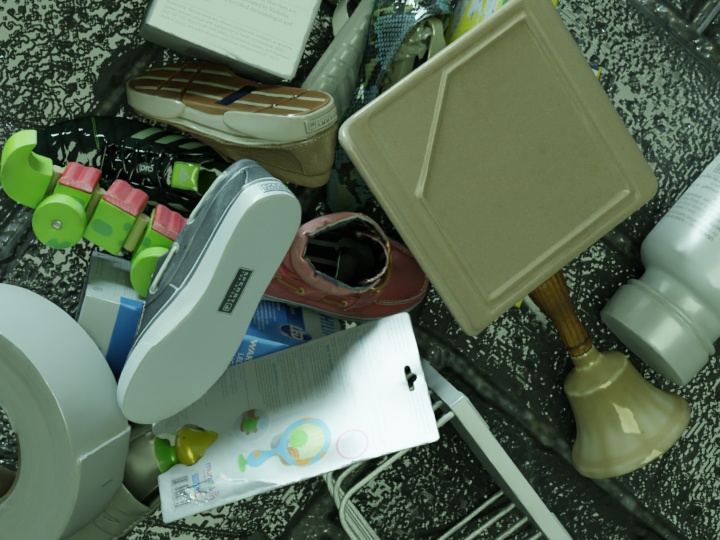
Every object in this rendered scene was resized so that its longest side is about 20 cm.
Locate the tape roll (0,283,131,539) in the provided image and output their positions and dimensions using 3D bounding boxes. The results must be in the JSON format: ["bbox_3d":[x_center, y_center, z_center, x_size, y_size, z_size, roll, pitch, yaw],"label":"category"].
[{"bbox_3d":[-0.268,0.114,1.223,0.202,0.071,0.203,7,108,24],"label":"tape roll"}]

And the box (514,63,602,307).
[{"bbox_3d":[0.121,-0.076,1.337,0.070,0.064,0.200,19,89,-11],"label":"box"}]

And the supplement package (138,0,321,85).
[{"bbox_3d":[-0.077,-0.252,1.265,0.117,0.117,0.200,20,90,-10],"label":"supplement package"}]

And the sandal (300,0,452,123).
[{"bbox_3d":[0.006,-0.193,1.314,0.050,0.082,0.203,32,77,32],"label":"sandal"}]

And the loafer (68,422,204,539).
[{"bbox_3d":[-0.187,0.164,1.293,0.200,0.070,0.070,-44,99,-5],"label":"loafer"}]

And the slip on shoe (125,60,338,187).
[{"bbox_3d":[-0.096,-0.109,1.250,0.076,0.200,0.061,-36,129,-42],"label":"slip on shoe"}]

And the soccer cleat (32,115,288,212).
[{"bbox_3d":[-0.150,-0.077,1.280,0.199,0.081,0.068,10,91,-10],"label":"soccer cleat"}]

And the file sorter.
[{"bbox_3d":[0.052,0.167,1.273,0.124,0.200,0.139,-37,99,-2],"label":"file sorter"}]

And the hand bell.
[{"bbox_3d":[0.165,0.053,1.313,0.104,0.104,0.200,-35,110,-6],"label":"hand bell"}]

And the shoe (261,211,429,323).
[{"bbox_3d":[0.000,0.000,1.263,0.200,0.091,0.072,8,81,-43],"label":"shoe"}]

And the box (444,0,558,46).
[{"bbox_3d":[0.086,-0.132,1.300,0.048,0.117,0.200,16,90,-17],"label":"box"}]

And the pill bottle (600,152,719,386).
[{"bbox_3d":[0.288,-0.011,1.344,0.114,0.114,0.200,43,86,-9],"label":"pill bottle"}]

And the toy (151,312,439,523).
[{"bbox_3d":[-0.047,0.111,1.202,0.200,0.115,0.047,-15,141,2],"label":"toy"}]

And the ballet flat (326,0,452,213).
[{"bbox_3d":[0.025,-0.122,1.283,0.074,0.074,0.200,8,115,-10],"label":"ballet flat"}]

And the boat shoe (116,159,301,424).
[{"bbox_3d":[-0.117,0.013,1.188,0.072,0.068,0.200,16,110,-43],"label":"boat shoe"}]

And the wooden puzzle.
[{"bbox_3d":[0.102,-0.081,1.234,0.200,0.037,0.185,-38,106,-16],"label":"wooden puzzle"}]

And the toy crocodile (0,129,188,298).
[{"bbox_3d":[-0.173,-0.036,1.234,0.200,0.068,0.062,29,115,-10],"label":"toy crocodile"}]

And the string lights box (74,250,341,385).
[{"bbox_3d":[-0.114,0.049,1.278,0.200,0.103,0.059,15,107,-10],"label":"string lights box"}]

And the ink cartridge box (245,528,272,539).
[{"bbox_3d":[-0.065,0.325,1.316,0.145,0.088,0.200,-41,101,-6],"label":"ink cartridge box"}]
